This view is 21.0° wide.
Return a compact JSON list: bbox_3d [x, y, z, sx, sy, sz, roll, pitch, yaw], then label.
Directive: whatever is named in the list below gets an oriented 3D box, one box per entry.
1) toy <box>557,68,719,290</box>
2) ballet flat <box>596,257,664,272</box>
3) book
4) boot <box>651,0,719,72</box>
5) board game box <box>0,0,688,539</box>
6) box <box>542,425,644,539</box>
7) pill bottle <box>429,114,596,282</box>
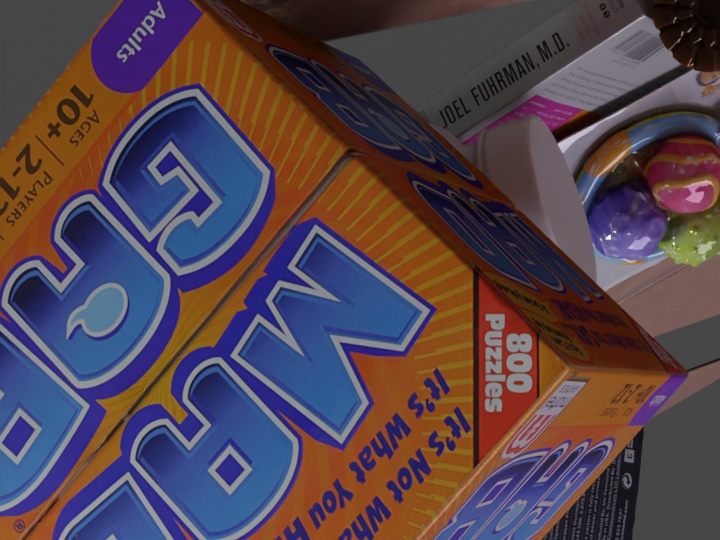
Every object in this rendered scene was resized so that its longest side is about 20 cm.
[{"bbox_3d":[0.166,-0.042,0.961,0.199,0.047,0.115,-31,135,0],"label":"toy"},{"bbox_3d":[0.153,-0.043,1.027,0.200,0.072,0.072,-42,167,2],"label":"ballet flat"},{"bbox_3d":[0.080,-0.073,0.957,0.199,0.048,0.133,-32,163,26],"label":"book"},{"bbox_3d":[0.230,-0.156,0.853,0.199,0.075,0.107,-27,176,29],"label":"boot"},{"bbox_3d":[-0.031,0.042,0.727,0.200,0.200,0.200,-49,162,11],"label":"board game box"},{"bbox_3d":[0.029,0.108,1.151,0.196,0.125,0.199,12,172,-42],"label":"box"},{"bbox_3d":[0.000,0.000,0.884,0.199,0.113,0.112,-18,170,18],"label":"pill bottle"}]
